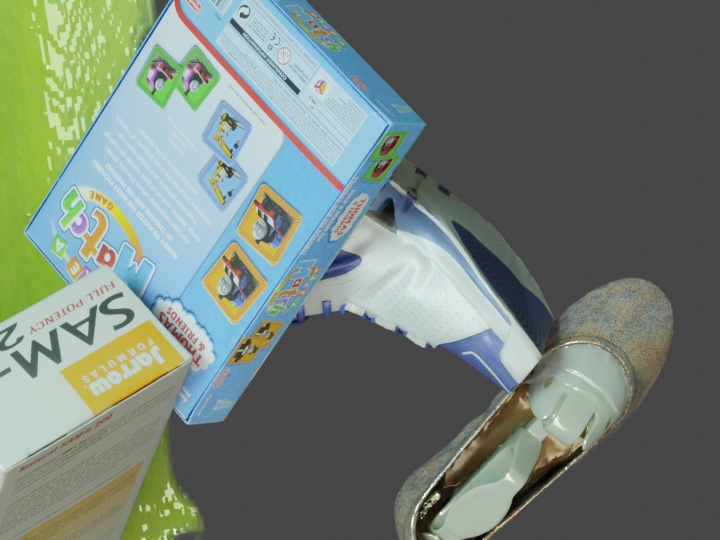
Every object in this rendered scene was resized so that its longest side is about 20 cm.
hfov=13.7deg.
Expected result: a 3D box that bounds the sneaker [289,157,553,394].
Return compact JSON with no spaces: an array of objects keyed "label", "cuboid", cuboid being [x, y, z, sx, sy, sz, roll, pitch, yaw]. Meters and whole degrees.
[{"label":"sneaker","cuboid":[-0.001,-0.001,1.571,0.199,0.081,0.115,44,110,-2]}]

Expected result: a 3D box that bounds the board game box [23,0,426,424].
[{"label":"board game box","cuboid":[-0.073,-0.046,1.528,0.151,0.037,0.200,48,116,26]}]

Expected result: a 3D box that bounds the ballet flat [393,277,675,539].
[{"label":"ballet flat","cuboid":[0.095,0.089,1.591,0.068,0.067,0.200,38,107,-8]}]

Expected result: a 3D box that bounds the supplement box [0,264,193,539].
[{"label":"supplement box","cuboid":[-0.174,0.102,1.539,0.074,0.126,0.200,46,142,17]}]
